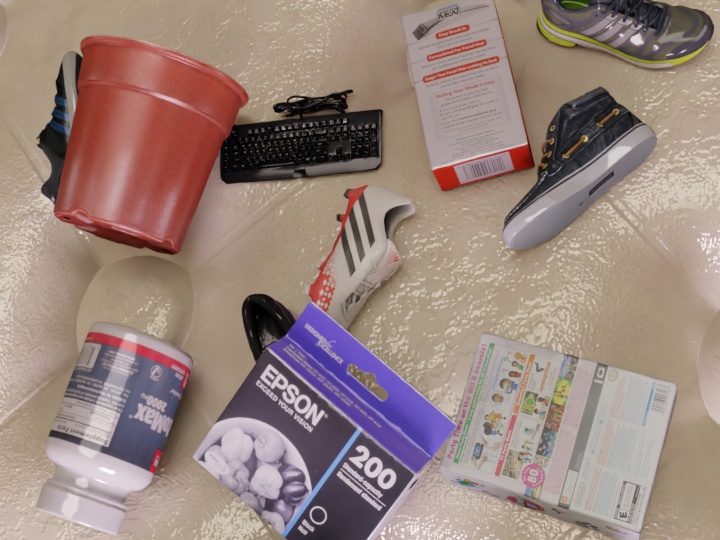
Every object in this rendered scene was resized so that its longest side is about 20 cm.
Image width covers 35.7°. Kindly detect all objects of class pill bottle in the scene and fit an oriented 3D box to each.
[{"bbox_3d":[-0.263,0.168,1.184,0.118,0.120,0.202,13,74,19],"label":"pill bottle"}]

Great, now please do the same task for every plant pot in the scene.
[{"bbox_3d":[-0.248,-0.132,1.265,0.198,0.201,0.198,13,82,19],"label":"plant pot"}]

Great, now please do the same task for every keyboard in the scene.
[{"bbox_3d":[-0.073,-0.161,1.302,0.197,0.040,0.106,-5,69,12],"label":"keyboard"}]

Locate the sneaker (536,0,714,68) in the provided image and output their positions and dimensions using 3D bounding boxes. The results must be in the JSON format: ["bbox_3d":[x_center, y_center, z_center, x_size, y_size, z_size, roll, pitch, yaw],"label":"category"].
[{"bbox_3d":[0.286,-0.278,1.226,0.197,0.081,0.075,12,73,19],"label":"sneaker"}]

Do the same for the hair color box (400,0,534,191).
[{"bbox_3d":[0.119,-0.202,1.253,0.109,0.064,0.203,-14,68,11],"label":"hair color box"}]

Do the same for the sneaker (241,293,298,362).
[{"bbox_3d":[-0.074,0.114,1.170,0.075,0.088,0.201,-33,65,0],"label":"sneaker"}]

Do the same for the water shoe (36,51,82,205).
[{"bbox_3d":[-0.364,-0.177,1.368,0.078,0.072,0.203,-15,66,11],"label":"water shoe"}]

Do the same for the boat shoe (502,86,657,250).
[{"bbox_3d":[0.213,-0.109,1.193,0.199,0.071,0.091,-36,64,-8],"label":"boat shoe"}]

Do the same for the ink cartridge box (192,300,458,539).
[{"bbox_3d":[-0.038,0.169,1.109,0.197,0.043,0.201,38,103,12],"label":"ink cartridge box"}]

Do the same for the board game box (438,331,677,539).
[{"bbox_3d":[0.194,0.161,1.095,0.198,0.064,0.149,15,73,18],"label":"board game box"}]

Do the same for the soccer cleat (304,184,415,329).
[{"bbox_3d":[0.000,0.000,1.207,0.084,0.069,0.202,10,68,23],"label":"soccer cleat"}]
